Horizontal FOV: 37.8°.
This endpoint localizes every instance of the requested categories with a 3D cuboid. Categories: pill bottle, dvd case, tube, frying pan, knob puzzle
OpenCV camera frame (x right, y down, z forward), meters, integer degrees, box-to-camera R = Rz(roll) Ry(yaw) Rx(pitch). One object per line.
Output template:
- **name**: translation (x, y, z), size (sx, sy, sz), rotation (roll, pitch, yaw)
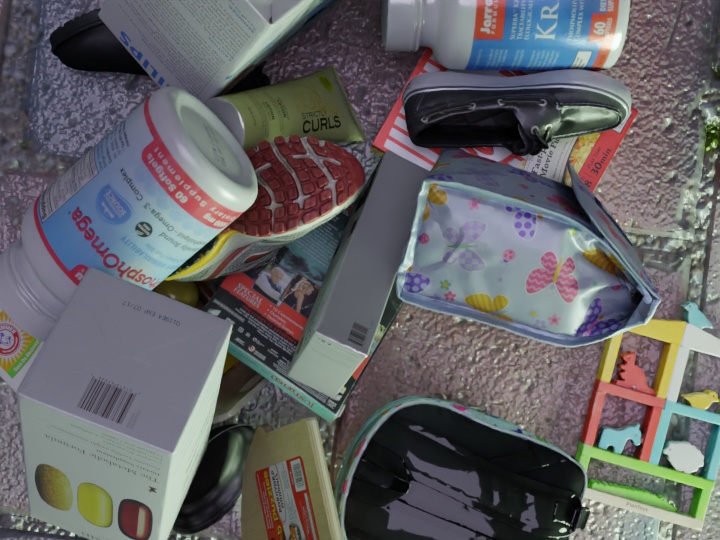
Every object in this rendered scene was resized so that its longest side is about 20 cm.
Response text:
- **pill bottle**: translation (-0.181, -0.036, 0.790), size (0.199, 0.109, 0.109), rotation (-39, 90, 15)
- **dvd case**: translation (-0.037, 0.016, 0.927), size (0.145, 0.022, 0.201), rotation (33, 55, -1)
- **tube**: translation (-0.061, -0.136, 0.911), size (0.051, 0.199, 0.059), rotation (22, 114, 25)
- **frying pan**: translation (-0.159, 0.205, 0.928), size (0.031, 0.116, 0.190), rotation (32, 55, 30)
- **knob puzzle**: translation (-0.055, 0.231, 0.912), size (0.030, 0.219, 0.223), rotation (-7, 90, -29)
- **pill bottle**: translation (0.118, -0.226, 0.892), size (0.197, 0.112, 0.114), rotation (-1, 90, -3)

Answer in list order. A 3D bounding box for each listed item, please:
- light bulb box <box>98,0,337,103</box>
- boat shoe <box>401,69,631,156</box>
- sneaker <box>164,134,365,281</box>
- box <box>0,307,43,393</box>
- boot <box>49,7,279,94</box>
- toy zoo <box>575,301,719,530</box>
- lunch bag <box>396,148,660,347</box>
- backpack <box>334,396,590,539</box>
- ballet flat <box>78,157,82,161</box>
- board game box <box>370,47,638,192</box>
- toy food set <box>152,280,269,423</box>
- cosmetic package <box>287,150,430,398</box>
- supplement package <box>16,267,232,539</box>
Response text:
- **light bulb box**: translation (-0.083, -0.251, 0.844), size (0.125, 0.200, 0.198), rotation (49, 63, -7)
- **boat shoe**: translation (0.134, -0.128, 0.899), size (0.197, 0.070, 0.067), rotation (4, 61, -3)
- **sneaker**: translation (-0.085, -0.047, 0.855), size (0.198, 0.082, 0.079), rotation (-20, 74, 19)
- **box**: translation (-0.230, 0.090, 0.937), size (0.101, 0.112, 0.200), rotation (-44, 91, 5)
- **boot**: translation (-0.170, -0.164, 0.959), size (0.196, 0.073, 0.165), rotation (-15, 90, -4)
- **toy zoo**: translation (0.282, 0.127, 0.984), size (0.129, 0.020, 0.203), rotation (15, 90, 0)
- **lunch bag**: translation (0.142, -0.022, 0.864), size (0.198, 0.170, 0.129), rotation (18, 107, 6)
- **backpack**: translation (0.076, 0.204, 0.919), size (0.198, 0.151, 0.180), rotation (23, 84, -8)
- **ballet flat**: translation (-0.148, -0.085, 0.894), size (0.197, 0.068, 0.073), rotation (-10, 68, -15)
- **board game box**: translation (0.130, -0.128, 0.970), size (0.198, 0.046, 0.153), rotation (30, 90, 0)
- **toy food set**: translation (-0.149, 0.026, 0.918), size (0.200, 0.143, 0.060), rotation (46, 120, 0)
- **cosmetic package**: translation (0.000, 0.000, 0.890), size (0.050, 0.083, 0.201), rotation (24, 54, -4)
- **supplement package**: translation (-0.172, 0.114, 0.770), size (0.112, 0.201, 0.110), rotation (20, 52, 1)
